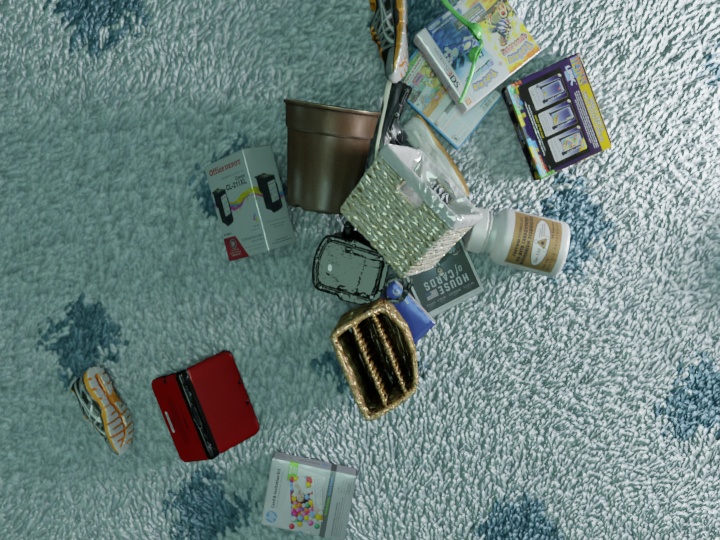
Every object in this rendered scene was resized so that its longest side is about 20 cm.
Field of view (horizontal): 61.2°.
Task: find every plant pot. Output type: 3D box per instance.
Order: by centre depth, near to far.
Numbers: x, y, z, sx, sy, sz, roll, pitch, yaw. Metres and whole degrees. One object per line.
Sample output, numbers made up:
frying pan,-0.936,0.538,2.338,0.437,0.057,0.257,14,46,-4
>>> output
plant pot,-0.067,-0.226,1.217,0.193,0.201,0.205,8,104,1

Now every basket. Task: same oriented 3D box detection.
basket,0.098,-0.112,1.154,0.199,0.199,0.162,47,111,13
basket,0.041,0.174,1.238,0.139,0.149,0.205,-20,98,11

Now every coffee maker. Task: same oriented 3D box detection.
coffee maker,0.000,0.000,1.229,0.191,0.200,0.136,39,98,-2

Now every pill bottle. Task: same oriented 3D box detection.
pill bottle,0.318,-0.064,1.253,0.194,0.114,0.118,13,97,1

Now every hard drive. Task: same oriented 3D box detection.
hard drive,0.049,0.135,1.318,0.132,0.025,0.200,44,103,-3

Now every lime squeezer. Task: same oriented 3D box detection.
lime squeezer,0.209,-0.438,1.191,0.068,0.038,0.207,-10,92,-2

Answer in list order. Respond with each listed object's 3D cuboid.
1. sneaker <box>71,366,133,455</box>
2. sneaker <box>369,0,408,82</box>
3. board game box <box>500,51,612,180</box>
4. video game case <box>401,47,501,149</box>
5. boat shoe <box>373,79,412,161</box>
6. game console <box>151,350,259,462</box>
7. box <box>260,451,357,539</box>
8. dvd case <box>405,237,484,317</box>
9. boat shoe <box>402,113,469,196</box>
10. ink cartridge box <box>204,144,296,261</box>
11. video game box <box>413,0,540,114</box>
sneaker,-0.574,0.317,1.355,0.076,0.078,0.205,-22,92,18
sneaker,0.056,-0.468,1.219,0.075,0.078,0.207,-3,72,11
board game box,0.402,-0.314,1.251,0.161,0.057,0.205,-22,95,2
video game case,0.177,-0.376,1.271,0.199,0.018,0.144,42,97,-3
boat shoe,0.067,-0.288,1.239,0.064,0.075,0.206,10,80,-1
game console,-0.349,0.306,1.368,0.169,0.118,0.205,-17,96,35
box,-0.115,0.508,1.371,0.194,0.041,0.161,12,97,2
dvd case,0.162,-0.016,1.309,0.147,0.025,0.204,-26,95,6
boat shoe,0.151,-0.224,1.266,0.069,0.071,0.203,-36,81,17
ink cartridge box,-0.228,-0.137,1.247,0.143,0.082,0.206,-10,98,43
video game box,0.235,-0.455,1.234,0.198,0.047,0.184,-38,95,-2
